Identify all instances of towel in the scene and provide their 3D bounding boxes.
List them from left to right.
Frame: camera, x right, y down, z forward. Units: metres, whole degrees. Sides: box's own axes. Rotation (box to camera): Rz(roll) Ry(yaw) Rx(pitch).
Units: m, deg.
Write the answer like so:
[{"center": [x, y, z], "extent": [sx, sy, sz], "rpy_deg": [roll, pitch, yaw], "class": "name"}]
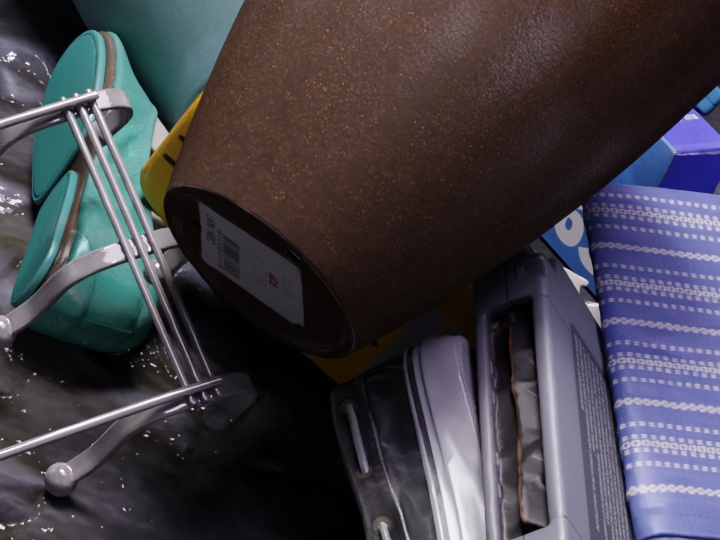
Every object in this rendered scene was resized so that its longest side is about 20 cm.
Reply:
[{"center": [0.168, 0.047, 1.079], "extent": [0.144, 0.024, 0.201], "rpy_deg": [7, 46, -12], "class": "towel"}]

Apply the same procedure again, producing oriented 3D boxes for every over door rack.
[{"center": [-0.157, 0.017, 1.002], "extent": [0.199, 0.067, 0.148], "rpy_deg": [-14, 67, -29], "class": "over door rack"}]

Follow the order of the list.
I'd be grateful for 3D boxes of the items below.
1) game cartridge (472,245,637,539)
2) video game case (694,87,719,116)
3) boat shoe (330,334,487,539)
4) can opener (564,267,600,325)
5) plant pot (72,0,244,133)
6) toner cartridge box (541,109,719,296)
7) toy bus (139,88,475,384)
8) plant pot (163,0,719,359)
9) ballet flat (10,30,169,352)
[{"center": [0.089, 0.097, 1.018], "extent": [0.041, 0.134, 0.201], "rpy_deg": [-18, 39, 15], "class": "game cartridge"}, {"center": [0.130, -0.147, 1.410], "extent": [0.143, 0.018, 0.200], "rpy_deg": [45, 6, -6], "class": "video game case"}, {"center": [0.033, 0.123, 0.999], "extent": [0.072, 0.071, 0.201], "rpy_deg": [45, 28, -52], "class": "boat shoe"}, {"center": [0.063, 0.012, 1.221], "extent": [0.199, 0.053, 0.066], "rpy_deg": [29, -4, 4], "class": "can opener"}, {"center": [-0.052, -0.151, 1.247], "extent": [0.199, 0.200, 0.189], "rpy_deg": [1, 57, -34], "class": "plant pot"}, {"center": [0.100, -0.082, 1.334], "extent": [0.043, 0.095, 0.200], "rpy_deg": [-4, 40, -38], "class": "toner cartridge box"}, {"center": [0.000, 0.000, 1.119], "extent": [0.200, 0.078, 0.065], "rpy_deg": [41, 30, -3], "class": "toy bus"}, {"center": [0.019, -0.069, 1.018], "extent": [0.186, 0.187, 0.200], "rpy_deg": [34, 67, 16], "class": "plant pot"}, {"center": [-0.110, -0.030, 1.148], "extent": [0.070, 0.067, 0.201], "rpy_deg": [30, 31, -21], "class": "ballet flat"}]
